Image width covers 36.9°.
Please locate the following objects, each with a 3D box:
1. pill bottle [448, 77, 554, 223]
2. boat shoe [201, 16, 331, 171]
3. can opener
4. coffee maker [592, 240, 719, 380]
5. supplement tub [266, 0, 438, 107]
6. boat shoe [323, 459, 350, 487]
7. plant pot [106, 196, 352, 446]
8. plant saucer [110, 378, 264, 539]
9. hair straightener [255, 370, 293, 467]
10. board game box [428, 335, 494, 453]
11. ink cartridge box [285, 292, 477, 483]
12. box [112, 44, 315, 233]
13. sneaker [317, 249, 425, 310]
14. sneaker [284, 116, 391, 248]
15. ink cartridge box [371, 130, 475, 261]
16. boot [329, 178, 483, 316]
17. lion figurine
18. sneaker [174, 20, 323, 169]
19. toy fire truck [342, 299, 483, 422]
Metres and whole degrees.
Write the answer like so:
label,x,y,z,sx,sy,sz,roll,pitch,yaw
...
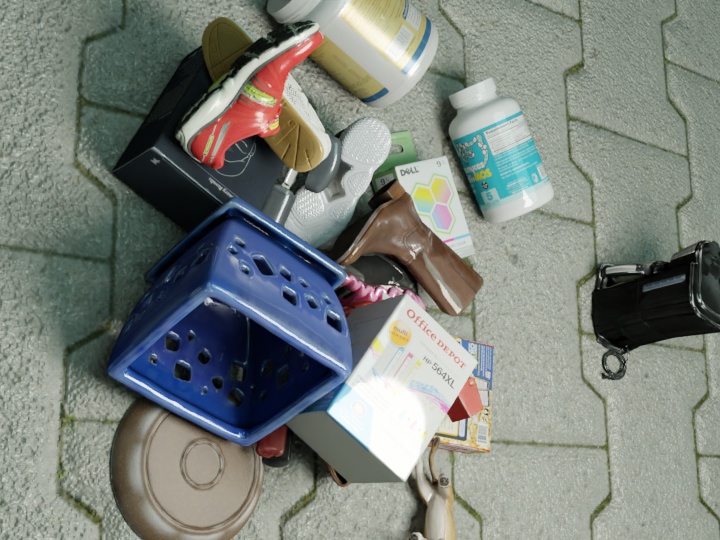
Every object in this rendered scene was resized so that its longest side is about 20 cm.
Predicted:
label,x,y,z,sx,sy,sz,roll,pitch,yaw
pill bottle,0.200,-0.178,1.588,0.111,0.111,0.201,-28,96,-40
boat shoe,-0.106,-0.204,1.243,0.200,0.071,0.069,55,26,-4
can opener,-0.084,-0.079,1.317,0.067,0.053,0.201,22,88,5
coffee maker,0.480,0.064,1.698,0.134,0.200,0.193,0,79,-38
supplement tub,-0.010,-0.328,1.432,0.200,0.144,0.145,37,59,-27
boat shoe,-0.037,0.167,1.314,0.072,0.072,0.201,-42,122,-67
plant pot,-0.135,0.048,1.195,0.200,0.200,0.180,34,38,-26
plant saucer,-0.186,0.221,1.230,0.200,0.032,0.201,10,74,-38
hair straightener,-0.096,0.145,1.313,0.077,0.041,0.201,73,14,-57
board game box,0.094,0.159,1.461,0.200,0.046,0.152,17,69,-35
ink cartridge box,0.027,0.129,1.255,0.129,0.125,0.200,43,62,-16
box,-0.171,-0.157,1.285,0.148,0.107,0.200,41,56,-24
sneaker,0.000,0.000,1.410,0.200,0.079,0.096,21,60,-35
sneaker,-0.034,-0.111,1.406,0.075,0.114,0.200,36,93,-9
ink cartridge box,0.080,-0.102,1.504,0.104,0.059,0.201,-16,90,-40
boot,0.068,0.001,1.386,0.200,0.064,0.186,51,46,-12
lion figurine,0.100,0.331,1.406,0.123,0.072,0.201,64,32,-54
sneaker,-0.111,-0.191,1.179,0.085,0.200,0.077,45,11,-22
toy fire truck,0.056,0.118,1.377,0.141,0.049,0.200,-25,88,-30
